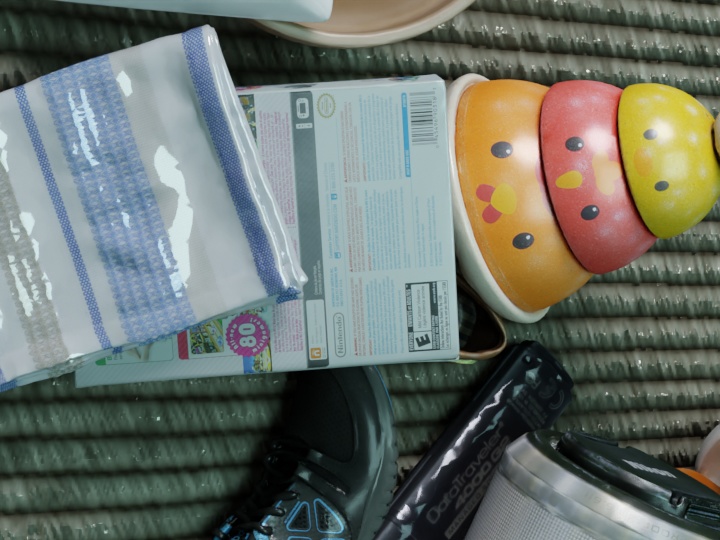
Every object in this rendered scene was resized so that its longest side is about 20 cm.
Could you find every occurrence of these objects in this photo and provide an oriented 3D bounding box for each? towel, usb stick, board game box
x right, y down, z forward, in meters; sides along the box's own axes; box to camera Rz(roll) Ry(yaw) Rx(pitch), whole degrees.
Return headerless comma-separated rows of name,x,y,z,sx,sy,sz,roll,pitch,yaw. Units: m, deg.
towel,-0.140,-0.025,1.198,0.199,0.024,0.147,-18,99,0
usb stick,0.054,0.127,1.420,0.055,0.033,0.200,49,69,-23
board game box,-0.053,-0.022,1.246,0.199,0.064,0.148,-3,100,-4

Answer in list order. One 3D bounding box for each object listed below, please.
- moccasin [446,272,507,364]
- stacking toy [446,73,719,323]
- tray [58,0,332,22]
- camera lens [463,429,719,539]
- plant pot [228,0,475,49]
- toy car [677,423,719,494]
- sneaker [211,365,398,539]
moccasin,-0.001,0.001,1.334,0.201,0.078,0.074,36,78,-32
stacking toy,0.151,-0.061,1.344,0.146,0.200,0.146,44,38,-48
tray,-0.109,-0.184,1.197,0.199,0.022,0.108,5,96,-1
camera lens,0.124,0.203,1.387,0.160,0.160,0.200,20,98,-36
plant pot,-0.014,-0.216,1.268,0.200,0.093,0.202,-1,93,-11
toy car,0.243,0.200,1.507,0.150,0.175,0.200,-22,113,5
sneaker,-0.035,0.136,1.332,0.082,0.073,0.201,8,91,-35
